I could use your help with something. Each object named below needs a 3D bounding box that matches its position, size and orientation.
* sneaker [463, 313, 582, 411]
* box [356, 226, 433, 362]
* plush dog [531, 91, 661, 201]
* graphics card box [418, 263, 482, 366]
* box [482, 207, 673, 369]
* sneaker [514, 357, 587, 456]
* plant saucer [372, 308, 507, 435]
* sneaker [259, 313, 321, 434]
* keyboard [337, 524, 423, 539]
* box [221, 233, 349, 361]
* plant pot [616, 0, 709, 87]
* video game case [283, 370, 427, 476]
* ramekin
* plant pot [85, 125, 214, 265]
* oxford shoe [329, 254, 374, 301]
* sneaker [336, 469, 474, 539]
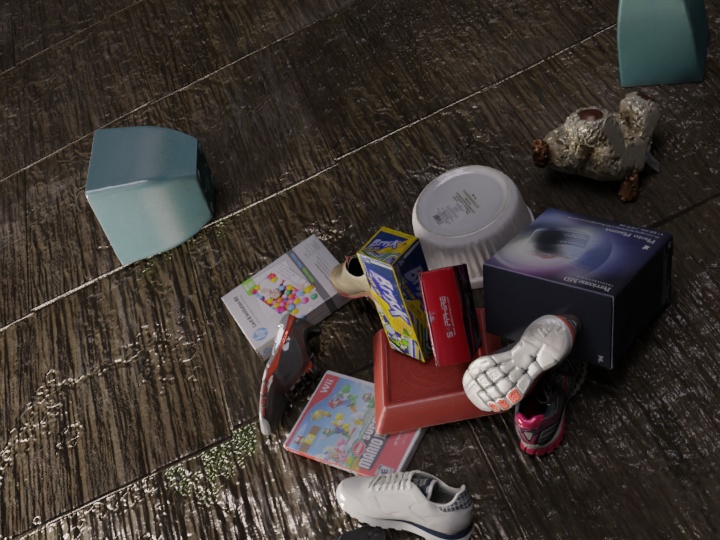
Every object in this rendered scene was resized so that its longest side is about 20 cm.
[{"bbox_3d":[0.223,0.122,1.291,0.200,0.082,0.077,-40,76,40],"label":"sneaker"},{"bbox_3d":[0.063,0.036,1.391,0.070,0.200,0.064,20,55,38],"label":"box"},{"bbox_3d":[0.378,-0.200,1.590,0.200,0.161,0.172,-21,21,-34],"label":"plush dog"},{"bbox_3d":[0.126,0.057,1.327,0.051,0.200,0.126,-12,88,11],"label":"graphics card box"},{"bbox_3d":[0.308,0.017,1.369,0.200,0.124,0.198,15,37,35],"label":"box"},{"bbox_3d":[0.264,0.155,1.344,0.080,0.075,0.200,0,50,26],"label":"sneaker"},{"bbox_3d":[0.111,0.139,1.442,0.199,0.037,0.200,-13,42,11],"label":"plant saucer"},{"bbox_3d":[-0.106,0.163,1.516,0.082,0.077,0.201,12,67,2],"label":"sneaker"},{"bbox_3d":[0.032,0.417,1.258,0.127,0.021,0.200,-22,45,15],"label":"keyboard"},{"bbox_3d":[-0.120,0.043,1.653,0.200,0.041,0.156,-35,45,-6],"label":"box"},{"bbox_3d":[0.514,-0.443,1.673,0.141,0.200,0.142,1,52,26],"label":"plant pot"},{"bbox_3d":[-0.001,0.231,1.442,0.199,0.017,0.143,12,57,33],"label":"video game case"},{"bbox_3d":[0.179,-0.078,1.573,0.199,0.105,0.201,-13,47,14],"label":"ramekin"},{"bbox_3d":[-0.390,-0.161,1.866,0.199,0.196,0.197,-12,46,4],"label":"plant pot"},{"bbox_3d":[0.000,0.000,1.522,0.070,0.075,0.200,-47,24,-19],"label":"oxford shoe"},{"bbox_3d":[0.058,0.299,1.295,0.199,0.081,0.076,7,33,25],"label":"sneaker"}]
